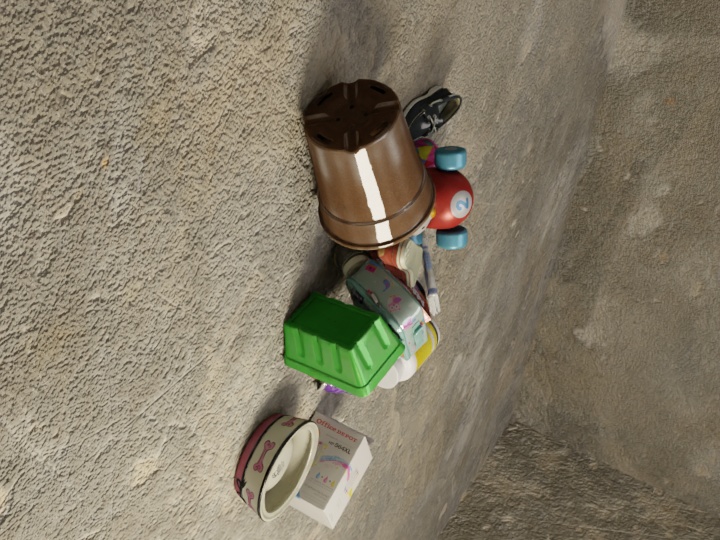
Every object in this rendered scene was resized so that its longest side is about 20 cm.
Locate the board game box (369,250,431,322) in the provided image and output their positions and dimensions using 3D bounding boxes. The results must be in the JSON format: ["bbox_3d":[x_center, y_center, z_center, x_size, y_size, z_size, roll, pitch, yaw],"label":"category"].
[{"bbox_3d":[0.074,0.004,1.763,0.200,0.019,0.104,51,19,-31],"label":"board game box"}]

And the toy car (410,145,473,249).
[{"bbox_3d":[0.106,-0.114,1.644,0.200,0.174,0.187,-49,139,-63],"label":"toy car"}]

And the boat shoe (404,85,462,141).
[{"bbox_3d":[0.135,-0.300,1.763,0.200,0.060,0.076,-50,154,-39],"label":"boat shoe"}]

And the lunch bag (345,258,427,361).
[{"bbox_3d":[0.053,0.077,1.662,0.077,0.161,0.200,-39,156,-8],"label":"lunch bag"}]

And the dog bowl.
[{"bbox_3d":[-0.159,0.358,1.692,0.201,0.073,0.202,-52,155,-35],"label":"dog bowl"}]

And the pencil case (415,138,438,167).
[{"bbox_3d":[0.130,-0.188,1.844,0.089,0.087,0.201,-60,156,-18],"label":"pencil case"}]

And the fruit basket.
[{"bbox_3d":[-0.021,0.151,1.625,0.156,0.214,0.217,-46,152,-31],"label":"fruit basket"}]

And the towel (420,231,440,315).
[{"bbox_3d":[0.135,-0.019,1.881,0.147,0.023,0.203,69,11,-72],"label":"towel"}]

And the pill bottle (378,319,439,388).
[{"bbox_3d":[0.096,0.185,2.098,0.200,0.110,0.113,-42,148,-50],"label":"pill bottle"}]

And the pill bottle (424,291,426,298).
[{"bbox_3d":[0.056,0.116,1.908,0.112,0.111,0.202,-33,149,-56],"label":"pill bottle"}]

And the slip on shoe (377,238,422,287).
[{"bbox_3d":[0.074,-0.020,1.653,0.200,0.060,0.075,43,61,-72],"label":"slip on shoe"}]

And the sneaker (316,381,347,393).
[{"bbox_3d":[-0.025,0.221,1.871,0.082,0.083,0.200,-68,159,3],"label":"sneaker"}]

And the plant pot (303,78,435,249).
[{"bbox_3d":[0.005,-0.172,1.412,0.201,0.198,0.199,-57,149,-26],"label":"plant pot"}]

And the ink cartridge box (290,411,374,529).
[{"bbox_3d":[-0.069,0.402,1.884,0.201,0.127,0.126,-59,158,-24],"label":"ink cartridge box"}]

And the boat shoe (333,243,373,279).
[{"bbox_3d":[0.002,-0.002,1.729,0.072,0.061,0.202,-39,156,2],"label":"boat shoe"}]
